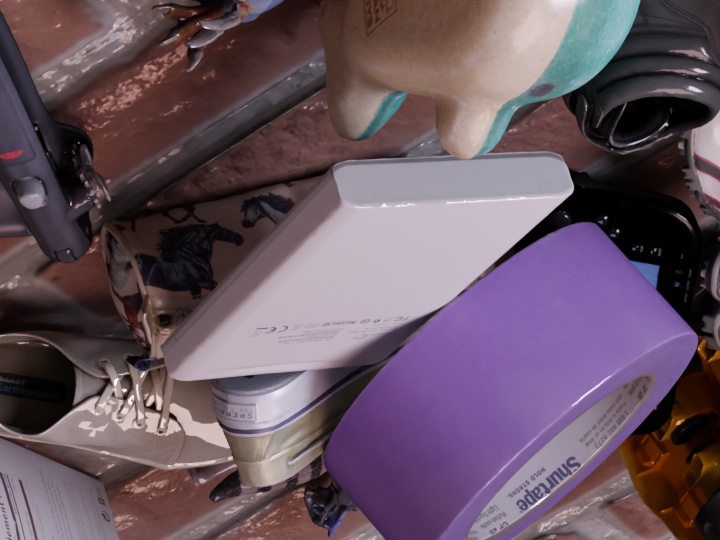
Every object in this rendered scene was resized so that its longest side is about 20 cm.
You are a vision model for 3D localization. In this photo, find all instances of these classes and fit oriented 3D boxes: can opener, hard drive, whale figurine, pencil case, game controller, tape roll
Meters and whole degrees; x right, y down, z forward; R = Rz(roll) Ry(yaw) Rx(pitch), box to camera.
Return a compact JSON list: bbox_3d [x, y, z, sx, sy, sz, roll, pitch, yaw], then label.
[{"bbox_3d":[-0.172,-0.072,1.425,0.078,0.064,0.200,-18,145,-3],"label":"can opener"},{"bbox_3d":[0.000,0.000,1.450,0.131,0.026,0.200,-4,156,-31],"label":"hard drive"},{"bbox_3d":[0.056,-0.126,1.378,0.103,0.160,0.200,5,158,-31],"label":"whale figurine"},{"bbox_3d":[-0.034,-0.005,1.559,0.199,0.090,0.078,-12,131,-13],"label":"pencil case"},{"bbox_3d":[0.137,0.023,1.692,0.104,0.042,0.201,17,140,12],"label":"game controller"},{"bbox_3d":[0.081,0.072,1.582,0.200,0.085,0.200,-38,165,-12],"label":"tape roll"}]

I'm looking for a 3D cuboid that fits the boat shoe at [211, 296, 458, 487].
[{"bbox_3d":[-0.010,0.050,1.603,0.200,0.072,0.062,-31,127,-41],"label":"boat shoe"}]

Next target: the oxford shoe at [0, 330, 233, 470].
[{"bbox_3d":[-0.125,0.067,1.596,0.199,0.076,0.058,5,170,-11],"label":"oxford shoe"}]

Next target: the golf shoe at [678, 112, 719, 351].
[{"bbox_3d":[0.228,-0.041,1.602,0.088,0.077,0.201,8,127,32],"label":"golf shoe"}]

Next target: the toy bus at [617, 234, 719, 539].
[{"bbox_3d":[0.269,0.061,1.785,0.191,0.136,0.200,-16,150,-35],"label":"toy bus"}]

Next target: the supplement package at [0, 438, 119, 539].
[{"bbox_3d":[-0.237,0.163,1.664,0.114,0.110,0.200,-37,142,21],"label":"supplement package"}]

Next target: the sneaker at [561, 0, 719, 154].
[{"bbox_3d":[0.095,-0.106,1.428,0.199,0.100,0.071,-5,160,33],"label":"sneaker"}]

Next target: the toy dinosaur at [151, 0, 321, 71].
[{"bbox_3d":[-0.044,-0.171,1.316,0.181,0.105,0.200,-28,-178,41],"label":"toy dinosaur"}]

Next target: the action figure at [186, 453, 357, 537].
[{"bbox_3d":[-0.007,0.115,1.725,0.192,0.105,0.200,7,134,-18],"label":"action figure"}]
